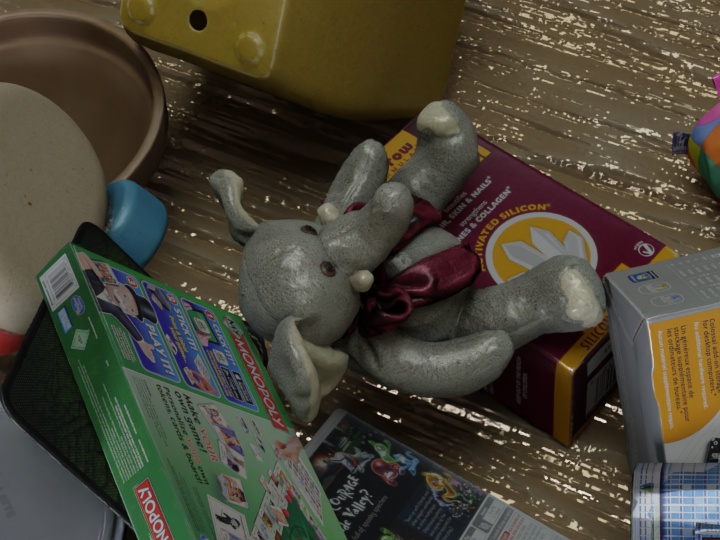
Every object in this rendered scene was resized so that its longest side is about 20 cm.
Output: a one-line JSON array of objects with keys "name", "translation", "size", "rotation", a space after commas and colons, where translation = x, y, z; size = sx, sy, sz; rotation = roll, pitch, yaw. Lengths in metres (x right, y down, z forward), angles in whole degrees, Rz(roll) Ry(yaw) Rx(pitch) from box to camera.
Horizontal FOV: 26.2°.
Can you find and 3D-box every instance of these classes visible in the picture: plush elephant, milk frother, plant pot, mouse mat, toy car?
[{"name": "plush elephant", "translation": [0.000, 0.000, 0.841], "size": [0.200, 0.155, 0.165], "rotation": [-36, 67, 16]}, {"name": "milk frother", "translation": [-0.129, 0.135, 0.810], "size": [0.199, 0.188, 0.181], "rotation": [-27, 87, -11]}, {"name": "plant pot", "translation": [-0.223, -0.075, 1.040], "size": [0.200, 0.093, 0.202], "rotation": [-2, 54, 3]}, {"name": "plant pot", "translation": [-0.050, -0.206, 1.012], "size": [0.193, 0.196, 0.200], "rotation": [22, 23, 21]}, {"name": "mouse mat", "translation": [-0.102, 0.067, 0.783], "size": [0.008, 0.161, 0.200], "rotation": [-39, 19, 18]}, {"name": "toy car", "translation": [-0.245, 0.003, 0.883], "size": [0.200, 0.184, 0.177], "rotation": [-35, 34, 26]}]

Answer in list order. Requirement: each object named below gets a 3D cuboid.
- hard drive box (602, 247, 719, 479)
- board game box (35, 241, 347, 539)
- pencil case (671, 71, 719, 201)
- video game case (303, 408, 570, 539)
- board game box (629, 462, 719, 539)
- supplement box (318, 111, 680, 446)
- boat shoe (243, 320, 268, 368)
[{"name": "hard drive box", "translation": [0.247, 0.061, 0.848], "size": [0.199, 0.157, 0.077], "rotation": [-14, 19, -5]}, {"name": "board game box", "translation": [-0.073, 0.085, 0.747], "size": [0.029, 0.134, 0.200], "rotation": [-41, 53, 16]}, {"name": "pencil case", "translation": [0.282, -0.036, 0.973], "size": [0.088, 0.089, 0.200], "rotation": [-23, 55, -12]}, {"name": "video game case", "translation": [0.022, 0.169, 0.806], "size": [0.181, 0.023, 0.200], "rotation": [29, 34, 11]}, {"name": "board game box", "translation": [0.187, 0.199, 0.768], "size": [0.199, 0.062, 0.201], "rotation": [-2, 89, 13]}, {"name": "supplement box", "translation": [0.084, -0.001, 0.960], "size": [0.200, 0.086, 0.110], "rotation": [34, 63, 27]}, {"name": "boat shoe", "translation": [-0.150, 0.078, 0.937], "size": [0.199, 0.074, 0.060], "rotation": [-23, 11, 7]}]
